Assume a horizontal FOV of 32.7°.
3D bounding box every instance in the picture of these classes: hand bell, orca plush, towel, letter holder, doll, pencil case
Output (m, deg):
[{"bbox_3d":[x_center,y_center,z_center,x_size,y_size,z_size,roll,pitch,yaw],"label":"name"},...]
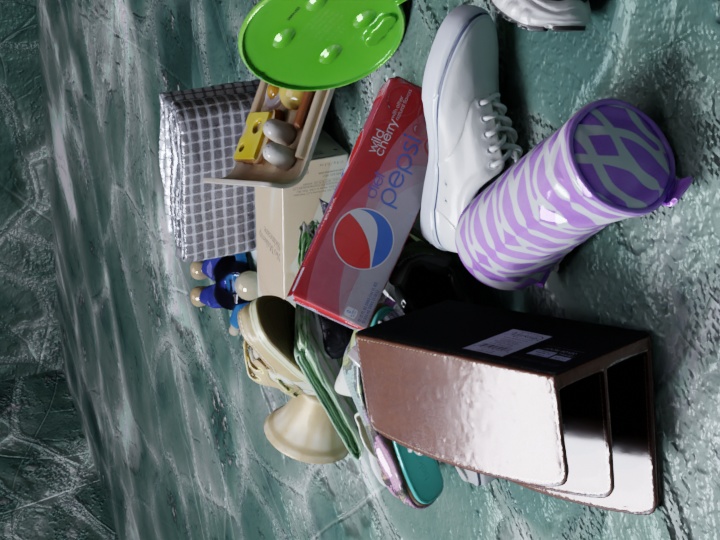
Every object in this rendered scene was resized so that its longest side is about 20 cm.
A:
[{"bbox_3d":[-0.036,0.104,1.358,0.104,0.104,0.200,53,135,49],"label":"hand bell"},{"bbox_3d":[0.000,0.000,1.168,0.200,0.071,0.105,-79,-31,-61],"label":"orca plush"},{"bbox_3d":[-0.137,-0.108,1.377,0.086,0.165,0.200,37,134,52],"label":"towel"},{"bbox_3d":[0.104,0.111,0.887,0.200,0.100,0.142,9,111,50],"label":"letter holder"},{"bbox_3d":[-0.026,0.062,1.195,0.200,0.023,0.153,-90,-21,-52],"label":"towel"},{"bbox_3d":[-0.182,0.023,1.708,0.200,0.048,0.137,-2,89,62],"label":"doll"},{"bbox_3d":[0.135,-0.043,0.836,0.085,0.084,0.200,42,157,-2],"label":"pencil case"}]

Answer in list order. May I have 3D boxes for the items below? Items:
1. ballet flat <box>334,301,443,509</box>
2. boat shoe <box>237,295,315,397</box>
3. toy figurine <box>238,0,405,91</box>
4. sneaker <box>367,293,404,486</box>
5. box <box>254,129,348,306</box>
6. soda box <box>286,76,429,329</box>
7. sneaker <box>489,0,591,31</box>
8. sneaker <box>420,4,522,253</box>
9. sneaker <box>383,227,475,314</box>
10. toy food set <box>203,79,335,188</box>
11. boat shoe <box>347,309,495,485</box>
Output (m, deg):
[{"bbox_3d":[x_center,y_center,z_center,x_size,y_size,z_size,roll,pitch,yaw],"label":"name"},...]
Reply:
[{"bbox_3d":[0.018,0.122,1.097,0.071,0.069,0.200,2,116,46],"label":"ballet flat"},{"bbox_3d":[-0.076,0.082,1.162,0.200,0.066,0.074,49,-153,-59],"label":"boat shoe"},{"bbox_3d":[-0.034,-0.295,1.110,0.200,0.150,0.184,-40,51,42],"label":"toy figurine"},{"bbox_3d":[0.037,0.107,1.183,0.100,0.075,0.200,-154,64,-72],"label":"sneaker"},{"bbox_3d":[-0.065,-0.046,1.338,0.095,0.078,0.200,-134,39,-55],"label":"box"},{"bbox_3d":[0.012,-0.054,1.006,0.063,0.070,0.200,158,136,-82],"label":"soda box"},{"bbox_3d":[0.101,-0.234,0.857,0.200,0.074,0.079,46,132,45],"label":"sneaker"},{"bbox_3d":[0.093,-0.103,0.948,0.071,0.073,0.200,23,126,37],"label":"sneaker"},{"bbox_3d":[0.051,0.003,1.056,0.200,0.066,0.091,56,175,39],"label":"sneaker"},{"bbox_3d":[-0.092,-0.177,1.245,0.143,0.060,0.200,8,77,56],"label":"toy food set"},{"bbox_3d":[0.053,0.122,1.038,0.200,0.066,0.072,59,174,-38],"label":"boat shoe"}]
